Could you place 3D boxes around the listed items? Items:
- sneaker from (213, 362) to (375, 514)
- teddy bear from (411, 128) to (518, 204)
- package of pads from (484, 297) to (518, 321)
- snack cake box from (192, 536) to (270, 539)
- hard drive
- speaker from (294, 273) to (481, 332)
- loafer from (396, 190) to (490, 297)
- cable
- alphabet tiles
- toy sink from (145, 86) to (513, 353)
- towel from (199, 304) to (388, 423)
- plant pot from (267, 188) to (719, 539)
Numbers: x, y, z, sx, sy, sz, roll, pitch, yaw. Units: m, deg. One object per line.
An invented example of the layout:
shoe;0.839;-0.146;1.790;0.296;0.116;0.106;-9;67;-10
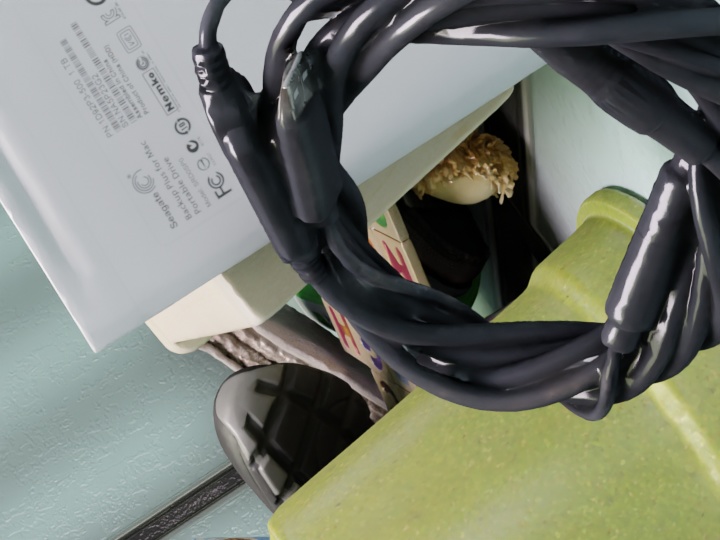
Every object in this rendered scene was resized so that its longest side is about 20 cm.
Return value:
sneaker;-0.019;0.106;0.981;0.079;0.076;0.200;4;153;39
teddy bear;0.003;-0.110;0.880;0.200;0.067;0.145;51;-178;2
package of pads;0.088;0.077;0.984;0.121;0.075;0.200;57;172;2
snack cake box;0.014;0.190;1.046;0.115;0.198;0.068;-124;37;-67
hard drive;-0.036;-0.084;0.646;0.133;0.199;0.026;58;172;-8
speaker;0.009;-0.003;1.111;0.089;0.088;0.200;58;172;-7
loafer;0.002;-0.079;0.976;0.201;0.063;0.072;53;-154;18
cable;0.048;-0.025;0.592;0.201;0.162;0.051;64;-155;-45
alphabet tiles;0.000;0.000;0.935;0.166;0.006;0.201;28;144;64
toy sink;-0.049;-0.051;0.770;0.112;0.130;0.200;51;161;-9
towel;-0.048;0.036;1.081;0.199;0.035;0.133;32;-174;-10
plant pot;0.071;0.102;0.773;0.201;0.183;0.201;57;172;12
